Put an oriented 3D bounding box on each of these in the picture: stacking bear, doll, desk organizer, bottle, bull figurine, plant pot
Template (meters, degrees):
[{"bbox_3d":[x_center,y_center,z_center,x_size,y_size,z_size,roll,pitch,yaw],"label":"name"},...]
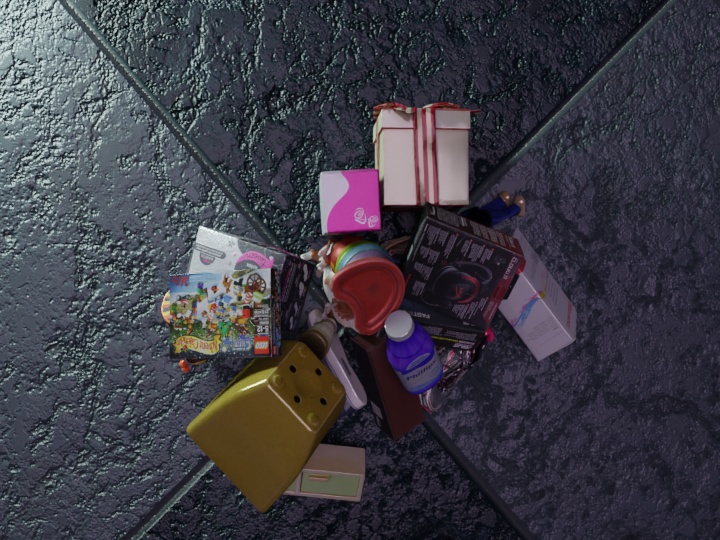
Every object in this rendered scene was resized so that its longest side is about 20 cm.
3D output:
[{"bbox_3d":[0.000,0.000,1.125,0.112,0.200,0.123,-34,114,1],"label":"stacking bear"},{"bbox_3d":[0.209,-0.095,1.229,0.196,0.135,0.050,-22,116,-25],"label":"doll"},{"bbox_3d":[0.053,0.204,1.222,0.076,0.071,0.205,-26,115,-22],"label":"desk organizer"},{"bbox_3d":[0.086,0.136,1.102,0.082,0.202,0.066,-32,53,-5],"label":"bottle"},{"bbox_3d":[-0.041,0.043,1.229,0.064,0.120,0.206,-22,84,39],"label":"bull figurine"},{"bbox_3d":[-0.136,0.236,1.106,0.194,0.196,0.200,45,130,-1],"label":"plant pot"}]

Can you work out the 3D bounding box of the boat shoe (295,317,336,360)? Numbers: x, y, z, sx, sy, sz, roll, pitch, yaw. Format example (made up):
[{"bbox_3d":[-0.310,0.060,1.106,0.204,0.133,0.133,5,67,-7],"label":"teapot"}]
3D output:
[{"bbox_3d":[-0.106,0.158,1.205,0.073,0.063,0.202,39,131,3],"label":"boat shoe"}]

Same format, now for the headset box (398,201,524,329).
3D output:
[{"bbox_3d":[0.171,-0.003,1.111,0.194,0.076,0.152,20,116,-5],"label":"headset box"}]

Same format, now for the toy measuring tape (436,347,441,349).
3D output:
[{"bbox_3d":[0.093,0.096,1.250,0.198,0.074,0.074,37,88,-4],"label":"toy measuring tape"}]

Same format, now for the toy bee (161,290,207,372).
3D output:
[{"bbox_3d":[-0.300,0.118,1.178,0.109,0.197,0.133,-46,137,-25],"label":"toy bee"}]

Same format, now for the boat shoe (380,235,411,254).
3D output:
[{"bbox_3d":[0.131,-0.041,1.252,0.193,0.065,0.074,-13,92,-4],"label":"boat shoe"}]

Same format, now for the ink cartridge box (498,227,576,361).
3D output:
[{"bbox_3d":[0.309,0.042,1.221,0.085,0.148,0.202,-34,95,28],"label":"ink cartridge box"}]

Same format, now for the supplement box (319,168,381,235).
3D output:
[{"bbox_3d":[-0.022,-0.118,1.172,0.097,0.200,0.107,-4,91,-4],"label":"supplement box"}]

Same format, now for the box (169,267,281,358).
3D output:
[{"bbox_3d":[-0.224,0.073,1.082,0.193,0.038,0.142,-4,84,20],"label":"box"}]

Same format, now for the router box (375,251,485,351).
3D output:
[{"bbox_3d":[0.119,0.055,1.194,0.194,0.063,0.153,10,48,-18],"label":"router box"}]

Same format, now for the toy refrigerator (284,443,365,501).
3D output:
[{"bbox_3d":[-0.091,0.375,1.228,0.193,0.071,0.078,8,124,-4],"label":"toy refrigerator"}]

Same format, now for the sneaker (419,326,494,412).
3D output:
[{"bbox_3d":[0.175,0.176,1.241,0.080,0.074,0.204,30,90,-38],"label":"sneaker"}]

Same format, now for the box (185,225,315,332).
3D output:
[{"bbox_3d":[-0.200,0.014,1.165,0.195,0.114,0.136,18,90,24],"label":"box"}]

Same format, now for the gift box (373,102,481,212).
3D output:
[{"bbox_3d":[0.115,-0.207,1.186,0.178,0.200,0.194,-1,90,-9],"label":"gift box"}]

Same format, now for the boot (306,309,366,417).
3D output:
[{"bbox_3d":[-0.071,0.183,1.242,0.089,0.072,0.204,-30,82,16],"label":"boot"}]
